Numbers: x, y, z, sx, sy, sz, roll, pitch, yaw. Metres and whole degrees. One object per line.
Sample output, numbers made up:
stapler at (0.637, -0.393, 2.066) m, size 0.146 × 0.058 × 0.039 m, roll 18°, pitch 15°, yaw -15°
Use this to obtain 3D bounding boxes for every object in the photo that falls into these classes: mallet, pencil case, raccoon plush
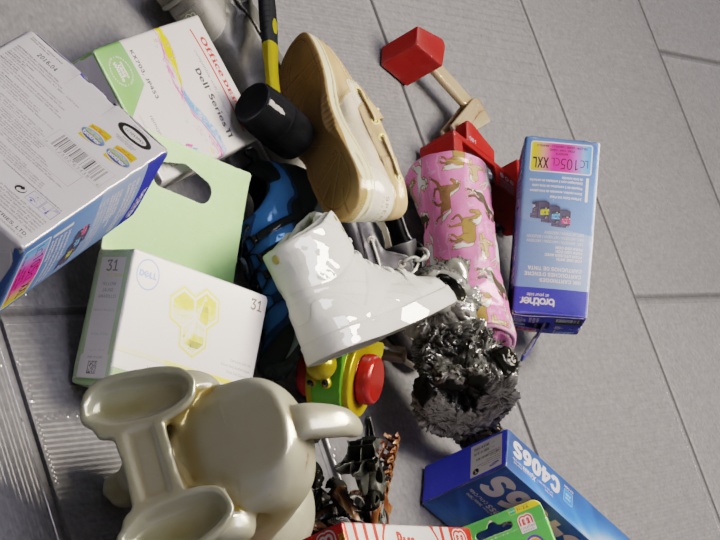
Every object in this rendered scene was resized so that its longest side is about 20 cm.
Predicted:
mallet at (-0.069, -0.176, 1.728) m, size 0.066 × 0.041 × 0.201 m, roll 45°, pitch 30°, yaw -35°
pencil case at (0.092, -0.010, 1.916) m, size 0.086 × 0.082 × 0.201 m, roll 40°, pitch 35°, yaw -54°
raccoon plush at (0.072, 0.085, 1.810) m, size 0.096 × 0.201 × 0.135 m, roll -9°, pitch 50°, yaw -13°

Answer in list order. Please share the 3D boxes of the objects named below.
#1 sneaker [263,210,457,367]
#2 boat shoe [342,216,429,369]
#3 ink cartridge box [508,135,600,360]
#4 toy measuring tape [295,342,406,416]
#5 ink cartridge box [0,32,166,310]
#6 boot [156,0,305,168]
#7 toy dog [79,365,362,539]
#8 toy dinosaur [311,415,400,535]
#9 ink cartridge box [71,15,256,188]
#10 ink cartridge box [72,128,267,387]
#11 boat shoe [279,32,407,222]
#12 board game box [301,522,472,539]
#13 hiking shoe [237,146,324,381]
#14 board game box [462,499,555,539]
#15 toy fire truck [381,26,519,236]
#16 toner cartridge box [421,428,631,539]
sneaker at (0.000, 0.000, 1.646) m, size 0.200 × 0.073 × 0.116 m, roll -15°, pitch 78°, yaw -59°
boat shoe at (0.027, -0.009, 1.838) m, size 0.073 × 0.062 × 0.201 m, roll -24°, pitch 88°, yaw -62°
ink cartridge box at (0.181, -0.015, 1.966) m, size 0.136 × 0.076 × 0.202 m, roll 75°, pitch 19°, yaw -81°
toy measuring tape at (-0.005, 0.091, 1.727) m, size 0.074 × 0.073 × 0.200 m, roll 69°, pitch 15°, yaw 11°
ink cartridge box at (-0.229, -0.076, 1.421) m, size 0.136 × 0.076 × 0.200 m, roll 41°, pitch 42°, yaw 7°
boot at (-0.084, -0.190, 1.807) m, size 0.200 × 0.072 × 0.182 m, roll 51°, pitch 40°, yaw -10°
toy dog at (-0.092, 0.145, 1.445) m, size 0.140 × 0.193 × 0.200 m, roll 60°, pitch -6°, yaw 24°
toy dinosaur at (-0.019, 0.190, 1.616) m, size 0.200 × 0.101 × 0.137 m, roll -85°, pitch 163°, yaw -61°
ink cartridge box at (-0.155, -0.132, 1.656) m, size 0.118 × 0.067 × 0.200 m, roll 62°, pitch 31°, yaw -3°
ink cartridge box at (-0.132, 0.004, 1.542) m, size 0.145 × 0.048 × 0.202 m, roll 22°, pitch 75°, yaw -46°
boat shoe at (-0.014, -0.114, 1.716) m, size 0.069 × 0.074 × 0.201 m, roll 11°, pitch 45°, yaw -34°
board game box at (-0.037, 0.230, 1.430) m, size 0.151 × 0.199 × 0.047 m, roll 12°, pitch 56°, yaw -53°
hiking shoe at (-0.074, -0.001, 1.697) m, size 0.086 × 0.074 × 0.201 m, roll 16°, pitch 56°, yaw -12°
board game box at (0.143, 0.302, 1.745) m, size 0.030 × 0.095 × 0.201 m, roll 132°, pitch -62°, yaw -81°
toy fire truck at (0.103, -0.136, 2.061) m, size 0.200 × 0.049 × 0.142 m, roll 34°, pitch 41°, yaw -38°
toner cartridge box at (0.152, 0.224, 1.817) m, size 0.200 × 0.095 × 0.043 m, roll 42°, pitch 38°, yaw -30°
